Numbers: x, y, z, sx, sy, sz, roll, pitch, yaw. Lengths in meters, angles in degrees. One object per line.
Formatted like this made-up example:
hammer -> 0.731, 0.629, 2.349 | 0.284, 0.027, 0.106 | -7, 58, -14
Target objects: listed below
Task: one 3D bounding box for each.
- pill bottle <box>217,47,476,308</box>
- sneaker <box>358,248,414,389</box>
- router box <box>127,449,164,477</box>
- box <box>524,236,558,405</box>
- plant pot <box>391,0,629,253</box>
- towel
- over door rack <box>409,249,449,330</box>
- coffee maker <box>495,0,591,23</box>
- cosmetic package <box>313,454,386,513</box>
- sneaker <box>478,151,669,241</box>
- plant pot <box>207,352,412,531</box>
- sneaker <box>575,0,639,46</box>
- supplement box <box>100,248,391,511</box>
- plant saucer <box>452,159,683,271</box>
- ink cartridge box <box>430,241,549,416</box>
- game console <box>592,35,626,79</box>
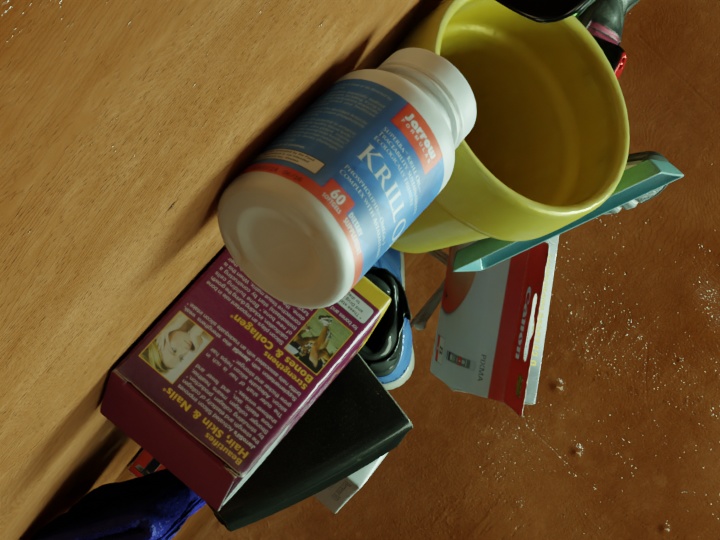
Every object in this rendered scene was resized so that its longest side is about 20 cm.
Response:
pill bottle -> -0.002, -0.073, 1.414 | 0.200, 0.112, 0.112 | -48, 175, -37
sneaker -> 0.001, 0.000, 1.782 | 0.076, 0.201, 0.111 | -11, 162, 5
router box -> -0.153, 0.144, 2.129 | 0.180, 0.049, 0.200 | -51, 176, 10
box -> 0.142, 0.025, 1.970 | 0.158, 0.048, 0.201 | -174, -88, -77
plant pot -> 0.085, -0.106, 1.625 | 0.189, 0.201, 0.201 | -31, -168, 50
towel -> -0.215, 0.229, 1.817 | 0.147, 0.050, 0.200 | -19, -175, 18
over door rack -> 0.006, 0.006, 1.961 | 0.067, 0.148, 0.200 | -59, 172, 31
coffee maker -> 0.126, -0.210, 1.044 | 0.200, 0.191, 0.135 | -47, 147, -66
cosmetic package -> -0.066, 0.132, 1.909 | 0.081, 0.200, 0.113 | -49, 175, -24
sneaker -> 0.173, -0.103, 1.749 | 0.199, 0.116, 0.075 | -16, 155, 29
plant pot -> -0.088, 0.122, 1.749 | 0.177, 0.200, 0.200 | -39, 174, -8
sneaker -> 0.207, -0.212, 1.839 | 0.200, 0.084, 0.077 | -45, -162, -18
supplement box -> -0.090, 0.068, 1.575 | 0.200, 0.131, 0.103 | -48, 175, -26
plant saucer -> 0.171, -0.046, 1.671 | 0.200, 0.019, 0.070 | -27, 169, 23
ink cartridge box -> 0.117, 0.039, 1.851 | 0.200, 0.050, 0.163 | -138, -123, -79
game console -> 0.126, -0.143, 1.750 | 0.031, 0.200, 0.177 | 25, 94, -42
